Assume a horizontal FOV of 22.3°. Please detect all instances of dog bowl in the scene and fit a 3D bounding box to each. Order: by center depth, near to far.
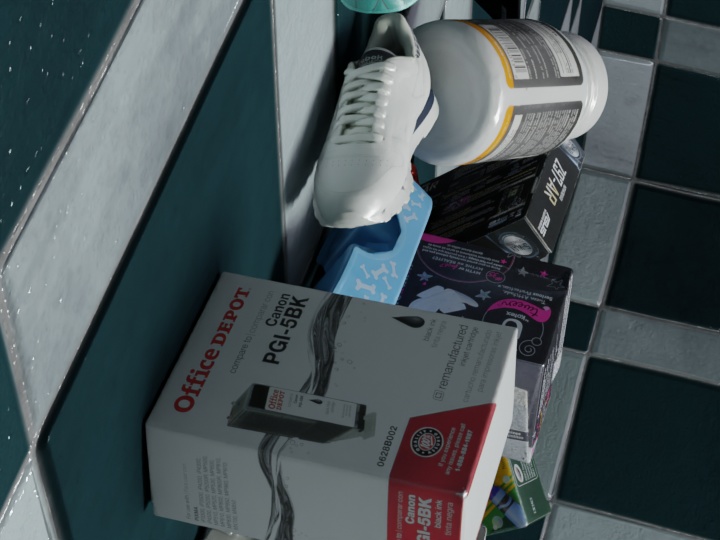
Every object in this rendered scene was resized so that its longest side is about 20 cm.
[{"bbox_3d":[0.000,0.000,1.383,0.112,0.049,0.201,-49,-166,44],"label":"dog bowl"}]

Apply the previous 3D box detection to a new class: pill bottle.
[{"bbox_3d":[0.117,-0.149,1.505,0.199,0.116,0.117,-10,115,-54],"label":"pill bottle"}]

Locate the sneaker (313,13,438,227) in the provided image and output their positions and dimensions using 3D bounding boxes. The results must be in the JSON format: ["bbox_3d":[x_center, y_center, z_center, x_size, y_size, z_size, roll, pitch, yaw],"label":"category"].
[{"bbox_3d":[0.005,-0.108,1.342,0.201,0.076,0.081,-73,160,-50],"label":"sneaker"}]

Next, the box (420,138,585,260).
[{"bbox_3d":[0.094,-0.041,1.623,0.044,0.199,0.161,52,35,-21],"label":"box"}]

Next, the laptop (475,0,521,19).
[{"bbox_3d":[0.112,-0.336,1.561,0.178,0.102,0.201,85,20,-62],"label":"laptop"}]

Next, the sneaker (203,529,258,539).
[{"bbox_3d":[-0.092,0.248,1.290,0.081,0.076,0.202,128,-20,-87],"label":"sneaker"}]

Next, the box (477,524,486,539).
[{"bbox_3d":[0.059,0.273,1.472,0.200,0.049,0.159,112,-12,-88],"label":"box"}]

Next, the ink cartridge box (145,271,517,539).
[{"bbox_3d":[-0.015,0.092,1.115,0.147,0.198,0.083,-67,163,-46],"label":"ink cartridge box"}]

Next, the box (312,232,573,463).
[{"bbox_3d":[0.062,0.059,1.497,0.133,0.198,0.115,92,17,-46],"label":"box"}]

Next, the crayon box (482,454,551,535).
[{"bbox_3d":[0.058,0.181,1.622,0.051,0.199,0.127,-13,85,-56],"label":"crayon box"}]

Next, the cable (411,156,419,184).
[{"bbox_3d":[0.034,-0.109,1.552,0.097,0.050,0.201,-59,161,-44],"label":"cable"}]

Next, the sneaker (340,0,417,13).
[{"bbox_3d":[0.007,-0.227,1.193,0.200,0.083,0.122,-55,146,-68],"label":"sneaker"}]
